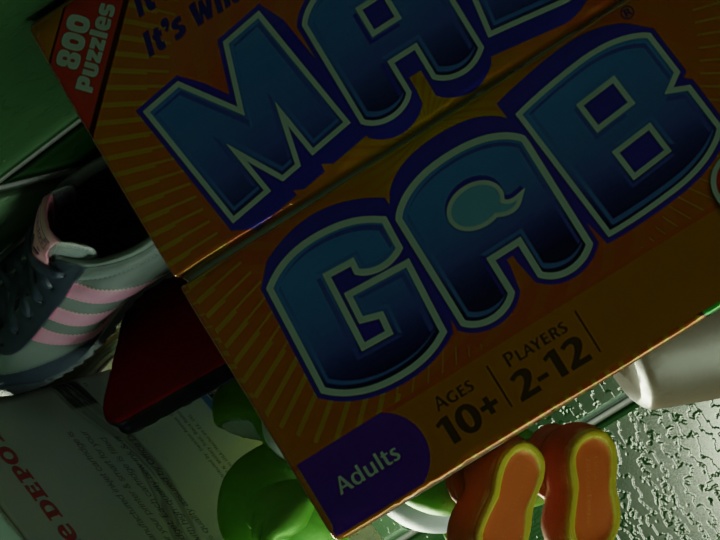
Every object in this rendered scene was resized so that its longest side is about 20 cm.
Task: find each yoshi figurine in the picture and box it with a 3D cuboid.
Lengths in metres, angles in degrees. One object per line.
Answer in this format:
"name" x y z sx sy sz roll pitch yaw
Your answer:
"yoshi figurine" 0.009 0.098 1.126 0.200 0.112 0.112 11 -130 46

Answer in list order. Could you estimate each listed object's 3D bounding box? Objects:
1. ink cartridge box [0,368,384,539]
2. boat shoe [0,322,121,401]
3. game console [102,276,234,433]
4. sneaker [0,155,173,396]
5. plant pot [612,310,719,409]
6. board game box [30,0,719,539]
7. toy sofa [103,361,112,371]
"ink cartridge box" -0.108 0.127 1.239 0.200 0.145 0.084 -15 148 -51
"boat shoe" -0.145 0.013 1.265 0.200 0.072 0.076 -34 151 -19
"game console" 0.000 0.000 1.187 0.200 0.119 0.172 -30 -146 34
"sneaker" -0.130 -0.009 1.157 0.200 0.070 0.082 -36 155 28
"plant pot" 0.180 -0.026 1.173 0.175 0.200 0.200 -24 174 -5
"board game box" 0.041 -0.049 0.933 0.200 0.200 0.200 -33 175 9
"toy sofa" -0.131 0.029 1.424 0.200 0.098 0.083 -31 -161 -10
